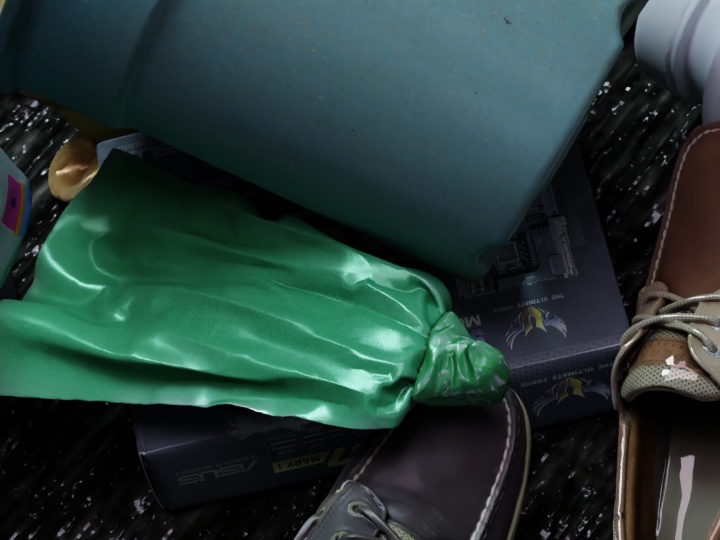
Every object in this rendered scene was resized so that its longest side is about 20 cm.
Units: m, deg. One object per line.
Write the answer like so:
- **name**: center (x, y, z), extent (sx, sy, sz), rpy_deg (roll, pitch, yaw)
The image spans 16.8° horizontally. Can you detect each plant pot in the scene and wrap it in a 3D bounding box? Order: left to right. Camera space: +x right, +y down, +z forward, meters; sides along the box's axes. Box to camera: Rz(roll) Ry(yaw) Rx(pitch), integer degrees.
- **plant pot**: center (-0.004, -0.106, 0.903), extent (0.196, 0.200, 0.201), rpy_deg (29, 63, 0)

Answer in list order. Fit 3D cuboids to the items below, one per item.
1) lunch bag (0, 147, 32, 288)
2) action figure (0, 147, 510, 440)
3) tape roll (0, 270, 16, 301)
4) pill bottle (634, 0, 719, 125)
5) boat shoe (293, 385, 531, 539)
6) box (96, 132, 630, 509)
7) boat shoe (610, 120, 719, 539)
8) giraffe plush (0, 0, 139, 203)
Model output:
- **lunch bag**: center (-0.235, -0.005, 0.937), extent (0.199, 0.077, 0.161), rpy_deg (8, 57, 27)
- **action figure**: center (-0.035, 0.022, 0.910), extent (0.199, 0.055, 0.118), rpy_deg (12, 64, 29)
- **tape roll**: center (-0.248, 0.019, 1.020), extent (0.200, 0.066, 0.201), rpy_deg (-6, 55, 9)
- **pill bottle**: center (0.205, -0.059, 0.950), extent (0.112, 0.112, 0.200), rpy_deg (-40, 57, -16)
- **boat shoe**: center (0.005, 0.120, 0.879), extent (0.073, 0.065, 0.200), rpy_deg (27, 76, 6)
- **box**: center (0.000, 0.000, 0.990), extent (0.199, 0.051, 0.158), rpy_deg (-14, 54, 1)
- **boat shoe**: center (0.130, 0.037, 0.885), extent (0.076, 0.072, 0.201), rpy_deg (-10, 69, 38)
- **giraffe plush**: center (-0.125, -0.122, 1.060), extent (0.199, 0.173, 0.163), rpy_deg (-6, 58, -35)
